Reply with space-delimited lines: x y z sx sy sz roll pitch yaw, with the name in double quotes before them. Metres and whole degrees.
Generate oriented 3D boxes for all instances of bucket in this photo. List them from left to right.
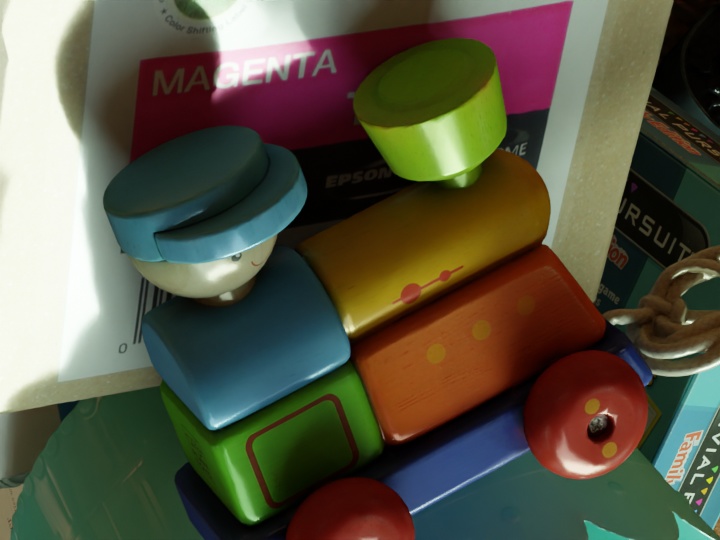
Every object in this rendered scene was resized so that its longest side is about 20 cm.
"bucket" -0.001 0.098 0.791 0.206 0.135 0.208 -27 150 -17

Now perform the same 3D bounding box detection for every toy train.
"toy train" 0.035 -0.010 0.660 0.199 0.116 0.085 -27 -149 -13

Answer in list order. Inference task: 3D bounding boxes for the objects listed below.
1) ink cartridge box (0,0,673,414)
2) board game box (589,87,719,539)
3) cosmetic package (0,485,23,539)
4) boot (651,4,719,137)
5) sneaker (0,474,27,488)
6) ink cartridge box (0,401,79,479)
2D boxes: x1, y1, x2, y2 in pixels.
"ink cartridge box" -0.020 -0.057 0.686 0.199 0.075 0.165 -10 134 -22
"board game box" 0.071 0.038 0.906 0.047 0.151 0.201 7 115 -40
"cosmetic package" -0.159 0.146 1.275 0.081 0.113 0.200 -6 159 -34
"boot" 0.147 -0.044 1.015 0.199 0.077 0.168 -15 160 -46
"sneaker" -0.098 0.049 1.080 0.104 0.060 0.200 -10 180 9
"ink cartridge box" -0.166 0.020 0.816 0.199 0.116 0.068 -14 122 -11
